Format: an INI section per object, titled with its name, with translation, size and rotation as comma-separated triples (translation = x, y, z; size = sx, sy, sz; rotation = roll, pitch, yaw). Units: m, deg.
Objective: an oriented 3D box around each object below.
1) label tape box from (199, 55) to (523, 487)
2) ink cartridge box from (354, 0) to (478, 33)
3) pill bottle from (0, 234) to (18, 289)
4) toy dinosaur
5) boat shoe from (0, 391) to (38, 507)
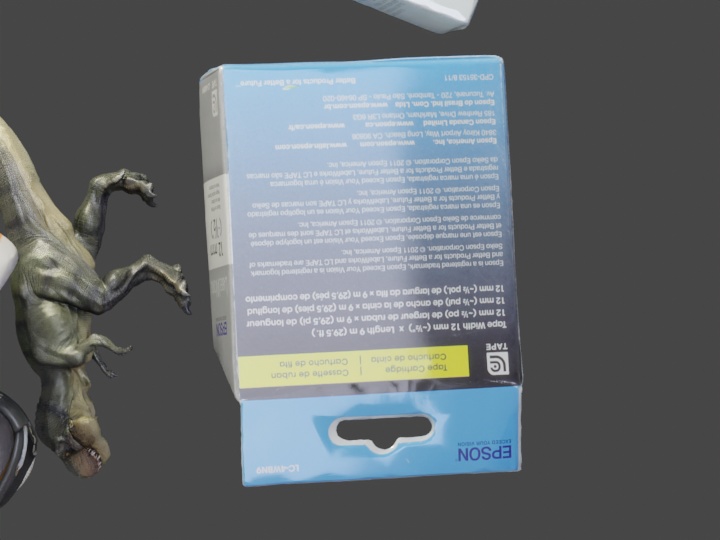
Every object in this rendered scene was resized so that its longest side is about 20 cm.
[label tape box]
translation = 0.000, 0.000, 1.452
size = 0.143, 0.066, 0.201
rotation = -3, 89, -14
[ink cartridge box]
translation = -0.016, -0.226, 1.471
size = 0.199, 0.047, 0.161
rotation = 20, 82, -14
[pill bottle]
translation = -0.265, -0.024, 1.359
size = 0.200, 0.114, 0.114
rotation = 38, 78, -8
[toy dinosaur]
translation = -0.133, -0.005, 1.429
size = 0.088, 0.047, 0.201
rotation = -16, 87, -8
[boat shoe]
translation = -0.228, 0.133, 1.383
size = 0.072, 0.068, 0.200
rotation = 45, 79, -7
